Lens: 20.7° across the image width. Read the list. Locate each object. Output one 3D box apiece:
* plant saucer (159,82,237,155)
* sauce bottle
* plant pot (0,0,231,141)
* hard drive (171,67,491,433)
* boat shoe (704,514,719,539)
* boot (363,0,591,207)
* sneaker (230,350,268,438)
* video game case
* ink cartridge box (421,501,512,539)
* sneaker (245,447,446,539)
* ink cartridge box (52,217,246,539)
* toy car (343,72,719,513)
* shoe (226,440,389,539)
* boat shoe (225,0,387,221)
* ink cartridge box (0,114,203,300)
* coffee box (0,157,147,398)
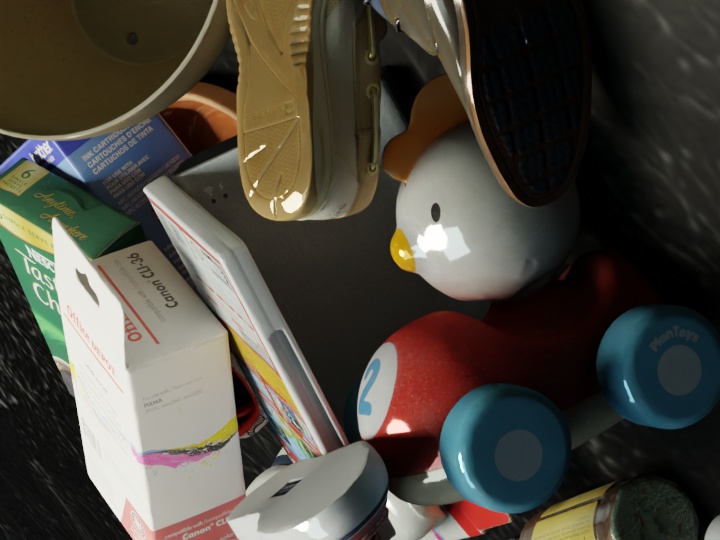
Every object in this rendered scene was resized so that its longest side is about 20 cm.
[{"bbox_3d":[-0.060,-0.039,1.283,0.200,0.032,0.201,37,151,24],"label":"plant saucer"},{"bbox_3d":[0.138,0.171,1.219,0.065,0.065,0.200,50,157,-1],"label":"sauce bottle"},{"bbox_3d":[-0.144,-0.167,1.096,0.200,0.200,0.134,43,-170,13],"label":"plant pot"},{"bbox_3d":[0.000,0.000,1.136,0.139,0.033,0.200,-23,108,18],"label":"hard drive"},{"bbox_3d":[0.264,0.207,1.072,0.057,0.069,0.200,-28,103,45],"label":"boat shoe"},{"bbox_3d":[0.050,-0.130,0.948,0.097,0.075,0.201,26,137,57],"label":"boot"},{"bbox_3d":[-0.074,0.065,1.286,0.067,0.108,0.201,50,155,-1],"label":"sneaker"},{"bbox_3d":[-0.052,0.049,1.101,0.200,0.017,0.143,64,168,-26],"label":"video game case"},{"bbox_3d":[0.042,0.114,1.287,0.116,0.067,0.200,51,155,-5],"label":"ink cartridge box"},{"bbox_3d":[-0.019,0.162,1.280,0.077,0.080,0.200,56,152,-11],"label":"sneaker"},{"bbox_3d":[-0.125,0.066,1.176,0.116,0.067,0.201,45,147,47],"label":"ink cartridge box"},{"bbox_3d":[0.058,0.001,1.012,0.201,0.176,0.184,67,164,-8],"label":"toy car"},{"bbox_3d":[-0.007,0.146,1.012,0.091,0.071,0.200,52,164,-3],"label":"shoe"},{"bbox_3d":[-0.022,-0.123,0.999,0.074,0.069,0.201,-1,86,44],"label":"boat shoe"},{"bbox_3d":[-0.162,-0.047,1.317,0.200,0.076,0.136,54,154,-5],"label":"ink cartridge box"},{"bbox_3d":[-0.171,0.029,1.293,0.123,0.044,0.200,29,148,36],"label":"coffee box"}]
